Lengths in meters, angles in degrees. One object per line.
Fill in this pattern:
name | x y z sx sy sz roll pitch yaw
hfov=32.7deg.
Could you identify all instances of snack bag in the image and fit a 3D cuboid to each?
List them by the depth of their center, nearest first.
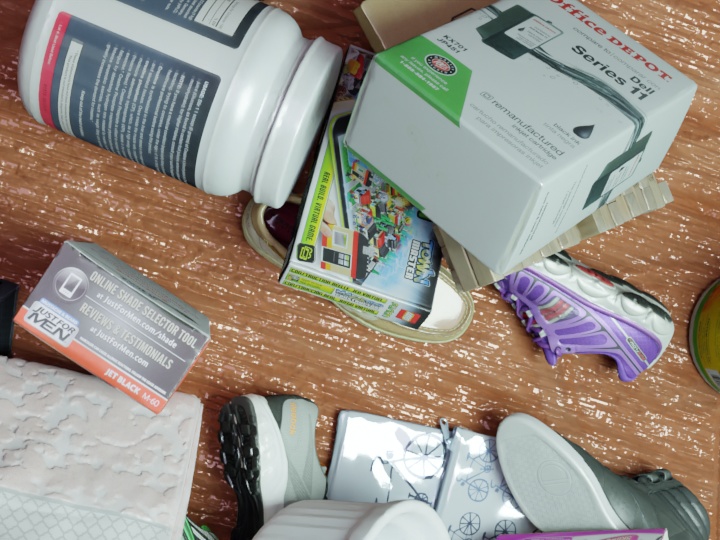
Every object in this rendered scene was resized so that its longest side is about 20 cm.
snack bag | 0.056 0.213 0.971 0.199 0.021 0.190 14 89 -8

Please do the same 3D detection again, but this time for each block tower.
block tower | 0.140 -0.041 0.891 0.199 0.054 0.058 -20 89 -37

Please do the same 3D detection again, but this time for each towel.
towel | -0.212 0.134 0.826 0.199 0.191 0.032 14 126 -11

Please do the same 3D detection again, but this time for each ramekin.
ramekin | -0.014 0.256 0.859 0.097 0.200 0.202 3 90 28

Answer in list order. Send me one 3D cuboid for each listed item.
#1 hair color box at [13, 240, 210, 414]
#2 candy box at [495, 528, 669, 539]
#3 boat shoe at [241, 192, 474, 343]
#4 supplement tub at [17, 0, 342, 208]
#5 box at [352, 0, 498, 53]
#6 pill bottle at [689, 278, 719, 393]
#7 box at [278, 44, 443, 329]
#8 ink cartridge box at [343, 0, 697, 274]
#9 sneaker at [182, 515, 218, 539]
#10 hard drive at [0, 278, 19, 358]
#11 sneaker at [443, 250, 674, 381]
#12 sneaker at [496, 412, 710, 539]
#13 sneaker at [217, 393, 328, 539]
hair color box | -0.165 0.034 0.850 0.111 0.200 0.064 34 86 -6
candy box | 0.180 0.297 0.920 0.136 0.061 0.201 -8 107 27
boat shoe | 0.000 0.000 0.940 0.199 0.066 0.074 25 87 -7
supplement tub | -0.127 -0.138 0.872 0.199 0.140 0.141 23 87 2
box | 0.100 -0.139 0.940 0.163 0.021 0.201 -32 96 -36
pill bottle | 0.336 0.054 0.920 0.110 0.200 0.112 0 90 -8
box | 0.016 -0.065 0.915 0.109 0.035 0.201 18 61 -9
ink cartridge box | 0.112 -0.105 0.830 0.146 0.083 0.200 40 46 20
sneaker | -0.113 0.235 0.893 0.078 0.085 0.201 -19 113 28
hard drive | -0.361 0.057 0.901 0.199 0.042 0.136 8 89 -8
sneaker | 0.146 0.026 0.959 0.199 0.081 0.084 29 104 -1
sneaker | 0.193 0.175 0.963 0.200 0.099 0.071 45 128 5
sneaker | -0.057 0.191 0.932 0.079 0.074 0.201 -6 99 -36
